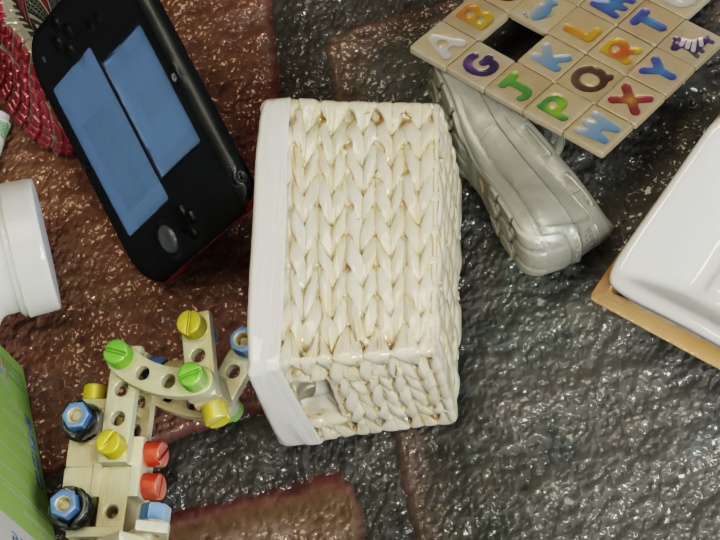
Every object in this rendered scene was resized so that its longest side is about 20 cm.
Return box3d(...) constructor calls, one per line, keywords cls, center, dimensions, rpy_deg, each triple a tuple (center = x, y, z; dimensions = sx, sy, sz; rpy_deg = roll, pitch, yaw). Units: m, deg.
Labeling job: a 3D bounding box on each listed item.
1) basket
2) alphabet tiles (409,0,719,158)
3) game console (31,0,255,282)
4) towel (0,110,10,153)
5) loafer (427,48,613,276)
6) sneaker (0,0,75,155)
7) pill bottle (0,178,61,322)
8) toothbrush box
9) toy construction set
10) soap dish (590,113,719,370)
box3d(cls="basket", center=(0.000, 0.000, 1.626), dimensions=(0.123, 0.136, 0.201), rpy_deg=(-2, 64, 9))
box3d(cls="alphabet tiles", center=(0.160, -0.171, 1.696), dimensions=(0.167, 0.008, 0.200), rpy_deg=(31, 59, 30))
box3d(cls="game console", center=(-0.150, -0.102, 1.691), dimensions=(0.031, 0.177, 0.200), rpy_deg=(-25, 84, -29))
box3d(cls="towel", center=(-0.353, -0.040, 1.835), dimensions=(0.149, 0.031, 0.200), rpy_deg=(10, 68, 25))
box3d(cls="loafer", center=(0.103, -0.080, 1.677), dimensions=(0.070, 0.070, 0.200), rpy_deg=(-20, 56, -12))
box3d(cls="sneaker", center=(-0.236, -0.174, 1.839), dimensions=(0.075, 0.081, 0.200), rpy_deg=(-16, 63, -25))
box3d(cls="pill bottle", center=(-0.315, 0.005, 1.732), dimensions=(0.199, 0.116, 0.116), rpy_deg=(-13, 59, -5))
box3d(cls="toothbrush box", center=(-0.271, 0.132, 1.650), dimensions=(0.086, 0.146, 0.200), rpy_deg=(-21, 60, 8))
box3d(cls="toy construction set", center=(-0.136, 0.124, 1.645), dimensions=(0.131, 0.092, 0.200), rpy_deg=(-2, 52, 18))
box3d(cls="soap dish", center=(0.269, 0.006, 1.560), dimensions=(0.200, 0.081, 0.158), rpy_deg=(29, 76, 30))
